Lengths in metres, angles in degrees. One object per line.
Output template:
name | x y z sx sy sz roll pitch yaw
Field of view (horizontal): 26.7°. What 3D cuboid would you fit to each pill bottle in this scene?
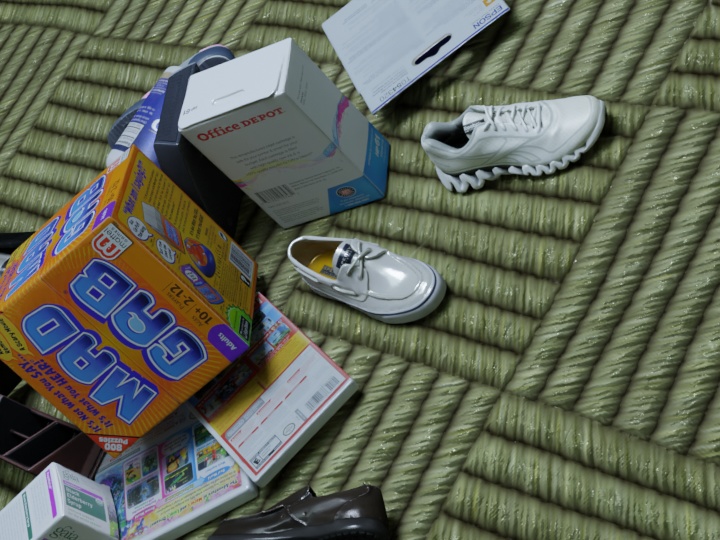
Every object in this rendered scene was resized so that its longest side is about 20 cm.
pill bottle | -0.237 -0.135 1.841 0.120 0.120 0.200 19 74 46

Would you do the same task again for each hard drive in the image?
hard drive | -0.182 -0.125 1.727 0.042 0.200 0.135 -3 55 14

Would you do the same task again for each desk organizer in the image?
desk organizer | -0.378 0.191 1.722 0.200 0.077 0.072 10 72 50

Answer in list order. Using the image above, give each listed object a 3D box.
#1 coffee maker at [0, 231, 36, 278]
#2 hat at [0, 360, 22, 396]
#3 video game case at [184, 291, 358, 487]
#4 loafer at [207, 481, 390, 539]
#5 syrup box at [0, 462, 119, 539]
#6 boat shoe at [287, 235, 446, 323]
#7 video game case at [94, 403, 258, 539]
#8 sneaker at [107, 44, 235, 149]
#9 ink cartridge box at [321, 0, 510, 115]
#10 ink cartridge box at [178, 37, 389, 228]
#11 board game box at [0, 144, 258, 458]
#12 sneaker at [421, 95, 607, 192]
coffee maker | -0.389 0.000 1.842 0.200 0.135 0.192 -3 41 29
hat | -0.493 0.124 1.803 0.201 0.201 0.081 -41 67 7
video game case | -0.105 0.120 1.588 0.143 0.017 0.200 -46 44 -4
loafer | -0.054 0.247 1.448 0.200 0.073 0.071 -11 43 27
syrup box | -0.355 0.303 1.618 0.200 0.079 0.082 -42 41 18
boat shoe | 0.000 0.000 1.579 0.200 0.070 0.071 17 71 46
video game case | -0.203 0.206 1.628 0.200 0.024 0.182 -29 45 18
sneaker | -0.239 -0.219 1.959 0.200 0.070 0.082 -31 27 14
ink cartridge box | 0.067 -0.284 1.761 0.196 0.043 0.200 -36 45 10
ink cartridge box | -0.081 -0.147 1.661 0.144 0.200 0.085 -16 51 30
board game box | -0.251 0.030 1.614 0.200 0.200 0.200 -39 20 16
sneaker | 0.154 -0.139 1.552 0.200 0.081 0.075 -16 49 28
